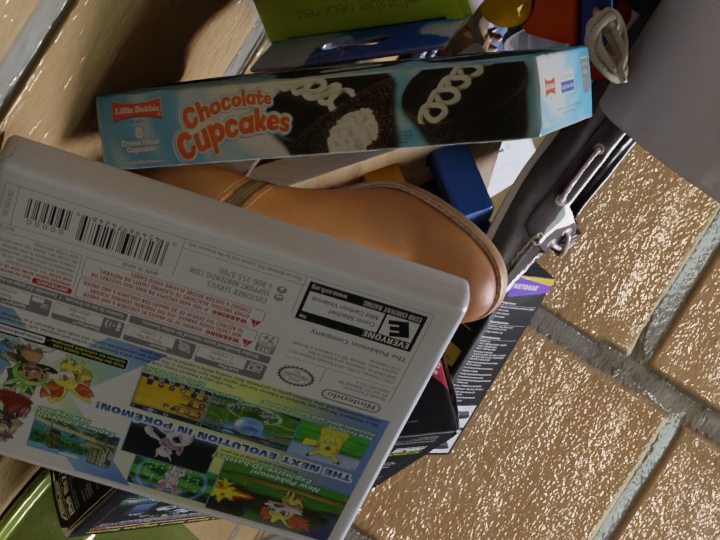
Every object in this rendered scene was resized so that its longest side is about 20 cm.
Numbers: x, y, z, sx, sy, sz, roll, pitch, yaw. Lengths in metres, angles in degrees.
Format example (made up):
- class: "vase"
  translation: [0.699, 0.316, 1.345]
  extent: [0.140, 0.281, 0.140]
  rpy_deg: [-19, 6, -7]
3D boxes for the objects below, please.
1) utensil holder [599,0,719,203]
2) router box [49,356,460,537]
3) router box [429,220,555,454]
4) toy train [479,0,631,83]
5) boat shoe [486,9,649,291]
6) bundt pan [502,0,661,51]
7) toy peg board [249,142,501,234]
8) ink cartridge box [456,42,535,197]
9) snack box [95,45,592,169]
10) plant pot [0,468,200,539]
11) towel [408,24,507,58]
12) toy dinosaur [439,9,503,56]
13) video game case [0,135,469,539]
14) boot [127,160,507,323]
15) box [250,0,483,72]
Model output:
- class: "utensil holder"
  translation: [0.245, -0.128, 0.937]
  extent: [0.200, 0.170, 0.170]
  rpy_deg: [-57, 173, 15]
- class: "router box"
  translation: [-0.064, 0.097, 1.033]
  extent: [0.200, 0.062, 0.150]
  rpy_deg: [-2, 158, -29]
- class: "router box"
  translation: [0.026, 0.012, 1.286]
  extent: [0.052, 0.200, 0.157]
  rpy_deg: [6, 121, -48]
- class: "toy train"
  translation: [0.082, -0.141, 0.917]
  extent: [0.200, 0.116, 0.085]
  rpy_deg: [-72, 161, -61]
- class: "boat shoe"
  translation: [0.131, -0.058, 1.040]
  extent: [0.200, 0.057, 0.067]
  rpy_deg: [-59, 169, 1]
- class: "bundt pan"
  translation: [0.184, -0.182, 1.106]
  extent: [0.202, 0.202, 0.076]
  rpy_deg: [86, 0, -77]
- class: "toy peg board"
  translation: [0.000, 0.000, 1.079]
  extent: [0.199, 0.098, 0.200]
  rpy_deg: [-19, 164, -9]
- class: "ink cartridge box"
  translation: [0.016, -0.054, 1.153]
  extent: [0.200, 0.047, 0.160]
  rpy_deg: [-33, 163, 3]
- class: "snack box"
  translation: [-0.004, -0.075, 0.803]
  extent: [0.116, 0.200, 0.037]
  rpy_deg: [-27, 113, -70]
- class: "plant pot"
  translation: [-0.143, 0.234, 1.130]
  extent: [0.200, 0.190, 0.200]
  rpy_deg: [-57, 173, -12]
- class: "towel"
  translation: [0.082, -0.177, 1.435]
  extent: [0.112, 0.049, 0.200]
  rpy_deg: [-58, 171, 6]
- class: "toy dinosaur"
  translation: [0.089, -0.214, 1.225]
  extent: [0.200, 0.086, 0.136]
  rpy_deg: [-55, 173, -49]
- class: "video game case"
  translation: [-0.076, 0.040, 0.779]
  extent: [0.022, 0.200, 0.182]
  rpy_deg: [-81, -168, -46]
- class: "boot"
  translation: [-0.034, 0.005, 0.856]
  extent: [0.155, 0.200, 0.074]
  rpy_deg: [-60, 167, -63]
- class: "box"
  translation: [0.031, -0.173, 0.896]
  extent: [0.200, 0.122, 0.048]
  rpy_deg: [-51, 128, -43]
